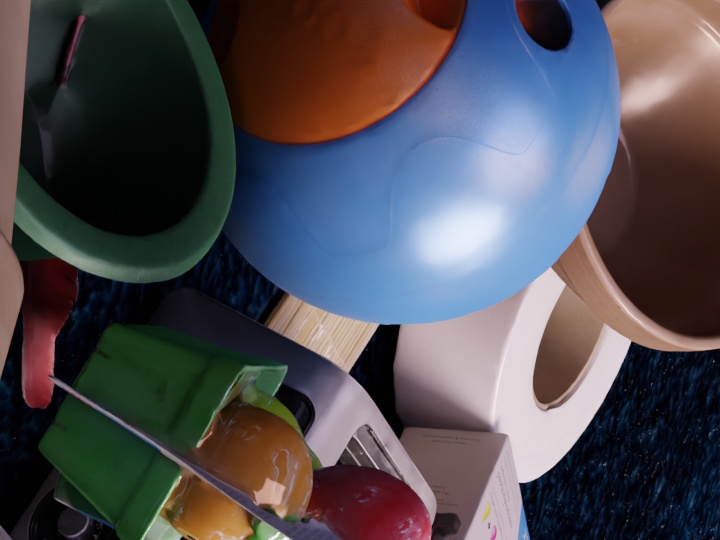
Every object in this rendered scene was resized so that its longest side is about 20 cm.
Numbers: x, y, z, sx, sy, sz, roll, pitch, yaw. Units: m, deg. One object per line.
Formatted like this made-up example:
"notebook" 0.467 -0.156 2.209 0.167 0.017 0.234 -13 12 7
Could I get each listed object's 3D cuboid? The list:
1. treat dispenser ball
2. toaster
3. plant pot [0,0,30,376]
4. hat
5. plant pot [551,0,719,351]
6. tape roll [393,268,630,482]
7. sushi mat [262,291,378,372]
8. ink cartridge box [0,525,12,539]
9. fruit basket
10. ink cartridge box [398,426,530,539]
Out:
"treat dispenser ball" 0.019 -0.075 1.087 0.201 0.200 0.202 -38 139 -42
"toaster" -0.069 0.139 1.175 0.181 0.118 0.200 -57 149 -17
"plant pot" -0.191 -0.065 0.788 0.200 0.199 0.174 58 42 -56
"hat" -0.165 -0.040 0.994 0.165 0.176 0.201 -19 87 -54
"plant pot" 0.149 -0.055 1.294 0.200 0.093 0.202 5 83 -40
"tape roll" 0.100 0.023 1.414 0.202 0.071 0.203 -45 148 -39
"sushi mat" 0.000 0.000 1.301 0.200 0.012 0.096 -57 150 -19
"ink cartridge box" -0.224 0.157 0.864 0.147 0.083 0.200 -40 178 -41
"fruit basket" -0.033 0.103 0.990 0.094 0.200 0.185 -53 174 2
"ink cartridge box" 0.034 0.196 1.311 0.200 0.068 0.115 -63 148 -45
